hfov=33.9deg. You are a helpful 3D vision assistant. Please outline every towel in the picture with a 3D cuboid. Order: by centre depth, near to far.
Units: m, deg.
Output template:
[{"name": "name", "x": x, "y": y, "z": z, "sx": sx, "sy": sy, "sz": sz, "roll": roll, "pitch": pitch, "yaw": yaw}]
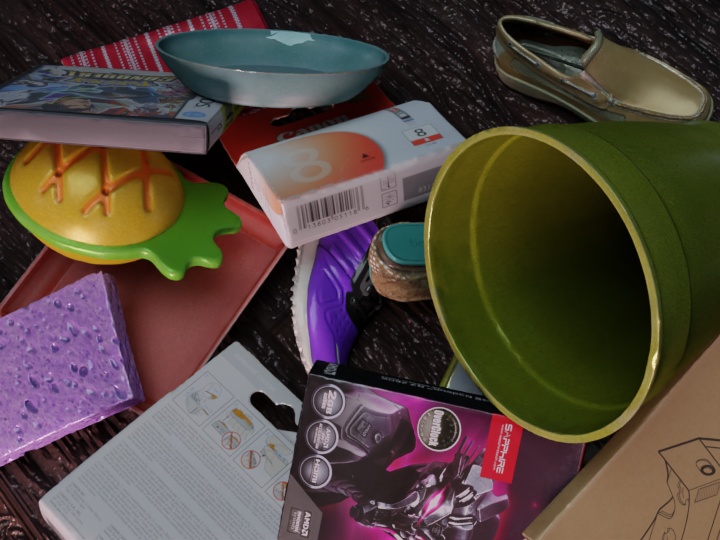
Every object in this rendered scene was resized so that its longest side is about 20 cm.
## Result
[{"name": "towel", "x": -0.168, "y": -0.178, "z": 1.095, "sx": 0.197, "sy": 0.023, "sz": 0.146, "roll": -19, "pitch": 57, "yaw": -9}]

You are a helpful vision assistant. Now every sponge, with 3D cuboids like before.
[{"name": "sponge", "x": -0.278, "y": 0.092, "z": 0.978, "sx": 0.198, "sy": 0.030, "sz": 0.113, "roll": -24, "pitch": 72, "yaw": 12}]

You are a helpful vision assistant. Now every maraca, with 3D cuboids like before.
[{"name": "maraca", "x": -0.198, "y": -0.057, "z": 0.983, "sx": 0.198, "sy": 0.108, "sz": 0.138, "roll": 21, "pitch": 49, "yaw": 2}]

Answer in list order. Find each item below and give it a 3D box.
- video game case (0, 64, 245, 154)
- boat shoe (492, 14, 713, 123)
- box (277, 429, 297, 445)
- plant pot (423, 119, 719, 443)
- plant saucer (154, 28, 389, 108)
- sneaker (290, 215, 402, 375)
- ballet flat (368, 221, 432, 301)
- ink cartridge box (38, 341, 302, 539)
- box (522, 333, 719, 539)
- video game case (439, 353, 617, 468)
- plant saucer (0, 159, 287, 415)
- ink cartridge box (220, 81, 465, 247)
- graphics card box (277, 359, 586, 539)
[{"name": "video game case", "x": -0.203, "y": -0.138, "z": 0.978, "sx": 0.197, "sy": 0.026, "sz": 0.181, "roll": 5, "pitch": 21, "yaw": 4}, {"name": "boat shoe", "x": 0.202, "y": -0.168, "z": 1.002, "sx": 0.198, "sy": 0.076, "sz": 0.072, "roll": 19, "pitch": 69, "yaw": 19}, {"name": "box", "x": -0.065, "y": 0.185, "z": 0.912, "sx": 0.197, "sy": 0.042, "sz": 0.121, "roll": 6, "pitch": 66, "yaw": 17}, {"name": "plant pot", "x": 0.178, "y": -0.016, "z": 0.784, "sx": 0.191, "sy": 0.202, "sz": 0.201, "roll": -20, "pitch": 57, "yaw": -34}, {"name": "plant saucer", "x": -0.074, "y": -0.170, "z": 0.998, "sx": 0.197, "sy": 0.200, "sz": 0.036, "roll": 11, "pitch": 112, "yaw": 17}, {"name": "sneaker", "x": 0.000, "y": 0.000, "z": 0.970, "sx": 0.098, "sy": 0.070, "sz": 0.203, "roll": -1, "pitch": 65, "yaw": 9}, {"name": "ballet flat", "x": 0.097, "y": -0.006, "z": 0.947, "sx": 0.197, "sy": 0.066, "sz": 0.071, "roll": 3, "pitch": 56, "yaw": -15}, {"name": "ink cartridge box", "x": -0.117, "y": 0.170, "z": 0.897, "sx": 0.199, "sy": 0.050, "sz": 0.162, "roll": -38, "pitch": 62, "yaw": -26}, {"name": "box", "x": 0.226, "y": 0.166, "z": 0.809, "sx": 0.200, "sy": 0.021, "sz": 0.164, "roll": -43, "pitch": 108, "yaw": -10}, {"name": "video game case", "x": 0.181, "y": 0.060, "z": 0.880, "sx": 0.198, "sy": 0.026, "sz": 0.182, "roll": 28, "pitch": 72, "yaw": 1}, {"name": "plant saucer", "x": -0.183, "y": 0.010, "z": 1.024, "sx": 0.198, "sy": 0.037, "sz": 0.201, "roll": 28, "pitch": 73, "yaw": 23}, {"name": "ink cartridge box", "x": -0.022, "y": -0.112, "z": 0.977, "sx": 0.160, "sy": 0.051, "sz": 0.201, "roll": -19, "pitch": 42, "yaw": -15}, {"name": "graphics card box", "x": 0.049, "y": 0.145, "z": 0.819, "sx": 0.197, "sy": 0.051, "sz": 0.127, "roll": 13, "pitch": 99, "yaw": 4}]
